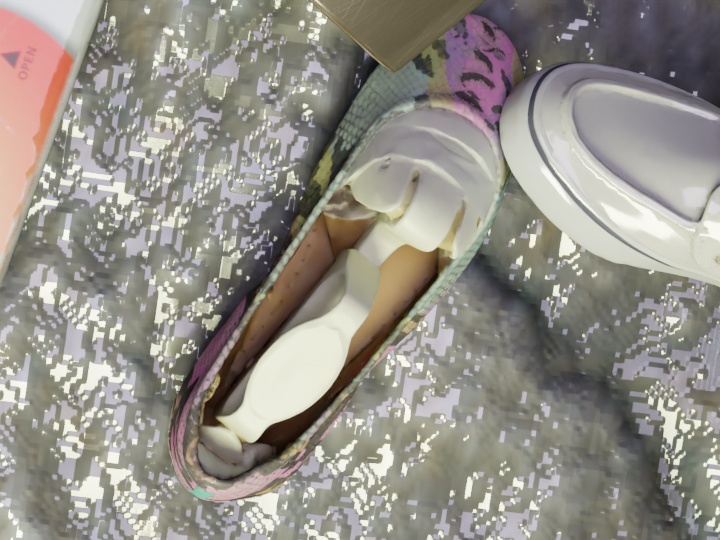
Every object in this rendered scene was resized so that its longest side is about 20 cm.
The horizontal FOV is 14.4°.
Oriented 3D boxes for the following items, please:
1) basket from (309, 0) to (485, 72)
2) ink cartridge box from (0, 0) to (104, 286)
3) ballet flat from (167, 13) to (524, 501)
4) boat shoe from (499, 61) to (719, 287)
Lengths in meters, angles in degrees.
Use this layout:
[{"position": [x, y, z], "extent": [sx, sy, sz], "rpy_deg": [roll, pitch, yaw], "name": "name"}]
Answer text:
[{"position": [0.038, -0.177, 0.964], "extent": [0.180, 0.136, 0.200], "rpy_deg": [43, 95, 13], "name": "basket"}, {"position": [-0.191, -0.101, 0.980], "extent": [0.199, 0.050, 0.163], "rpy_deg": [19, 94, -14], "name": "ink cartridge box"}, {"position": [0.000, 0.000, 1.011], "extent": [0.069, 0.071, 0.201], "rpy_deg": [35, 91, -10], "name": "ballet flat"}, {"position": [0.146, -0.021, 1.019], "extent": [0.199, 0.066, 0.072], "rpy_deg": [31, 62, -14], "name": "boat shoe"}]
